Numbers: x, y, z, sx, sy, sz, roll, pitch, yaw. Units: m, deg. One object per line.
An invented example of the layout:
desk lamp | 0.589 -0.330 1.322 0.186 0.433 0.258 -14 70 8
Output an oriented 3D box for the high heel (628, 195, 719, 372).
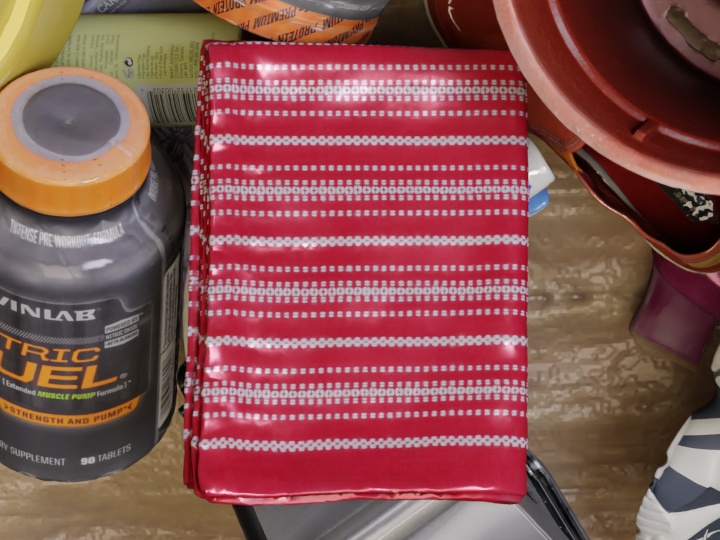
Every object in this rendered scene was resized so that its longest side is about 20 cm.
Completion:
high heel | 0.234 0.023 1.141 0.200 0.067 0.096 24 124 6

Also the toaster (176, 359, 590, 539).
toaster | 0.021 0.117 1.101 0.119 0.200 0.181 -38 129 7

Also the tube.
tube | -0.147 -0.092 1.103 0.200 0.052 0.058 -2 70 9

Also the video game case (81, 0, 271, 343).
video game case | -0.074 -0.052 1.148 0.143 0.019 0.200 -37 108 17

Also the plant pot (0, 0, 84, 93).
plant pot | -0.235 -0.145 0.995 0.201 0.189 0.201 2 99 14

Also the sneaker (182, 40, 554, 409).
sneaker | 0.011 -0.015 1.036 0.146 0.200 0.081 -15 132 27

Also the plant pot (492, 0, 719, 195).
plant pot | 0.168 -0.138 0.983 0.201 0.195 0.201 2 97 14

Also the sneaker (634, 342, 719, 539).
sneaker | 0.213 0.098 1.101 0.130 0.079 0.199 33 128 17

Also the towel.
towel | 0.000 0.000 0.993 0.145 0.022 0.200 2 78 -5

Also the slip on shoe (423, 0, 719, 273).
slip on shoe | 0.107 -0.078 1.088 0.074 0.061 0.200 -43 86 11

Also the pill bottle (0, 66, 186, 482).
pill bottle | -0.134 0.000 1.088 0.106 0.106 0.200 7 139 0

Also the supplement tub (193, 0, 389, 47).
supplement tub | -0.006 -0.203 1.022 0.122 0.123 0.200 20 114 -6
